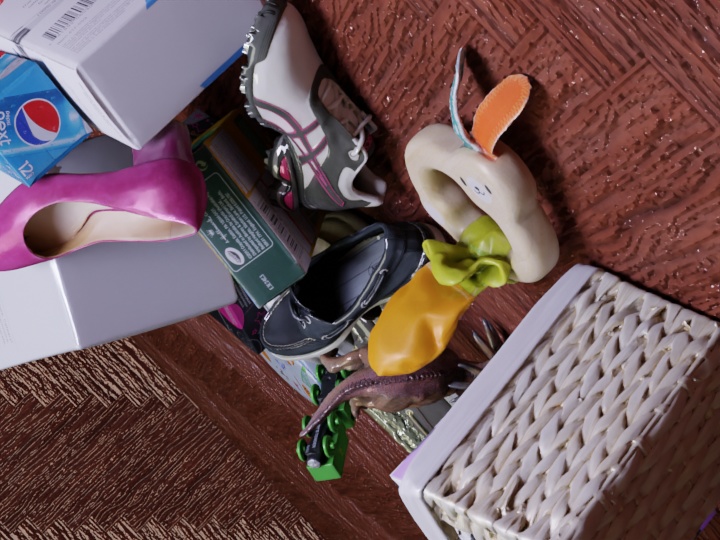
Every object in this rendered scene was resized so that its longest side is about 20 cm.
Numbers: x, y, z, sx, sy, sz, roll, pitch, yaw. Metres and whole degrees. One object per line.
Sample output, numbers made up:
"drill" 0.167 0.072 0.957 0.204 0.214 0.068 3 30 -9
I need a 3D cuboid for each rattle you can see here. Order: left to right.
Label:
"rattle" 0.045 -0.031 0.798 0.130 0.143 0.200 61 174 15

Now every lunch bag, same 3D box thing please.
"lunch bag" -0.075 0.077 1.476 0.160 0.076 0.200 46 166 7

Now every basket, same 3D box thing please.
"basket" 0.144 0.118 0.796 0.123 0.200 0.136 23 153 44

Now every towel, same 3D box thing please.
"towel" 0.074 0.183 1.306 0.200 0.036 0.148 43 177 9

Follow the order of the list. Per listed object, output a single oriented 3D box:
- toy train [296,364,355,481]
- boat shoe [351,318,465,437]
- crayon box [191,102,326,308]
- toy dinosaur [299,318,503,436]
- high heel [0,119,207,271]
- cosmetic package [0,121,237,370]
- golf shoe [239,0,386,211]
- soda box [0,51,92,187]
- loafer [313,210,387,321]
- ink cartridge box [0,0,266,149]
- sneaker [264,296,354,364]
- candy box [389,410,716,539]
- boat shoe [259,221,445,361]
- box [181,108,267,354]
"toy train" -0.025 0.129 1.315 0.042 0.200 0.056 -11 131 23
"boat shoe" 0.027 0.081 1.214 0.202 0.060 0.072 47 -165 -4
"crayon box" -0.091 -0.059 1.044 0.126 0.052 0.200 52 -167 -11
"toy dinosaur" 0.047 0.087 1.058 0.135 0.200 0.086 13 114 60
"high heel" -0.197 -0.026 0.922 0.067 0.200 0.096 50 -159 -50
"cosmetic package" -0.247 -0.017 1.111 0.200 0.167 0.167 -15 91 48
"golf shoe" -0.031 -0.119 0.921 0.088 0.077 0.200 10 148 16
"soda box" -0.280 -0.124 0.979 0.200 0.064 0.068 23 154 56
"loafer" 0.000 0.000 1.102 0.076 0.068 0.200 53 163 -25
"ink cartridge box" -0.182 -0.188 0.958 0.200 0.146 0.086 27 157 50
"sneaker" -0.059 0.053 1.232 0.200 0.071 0.073 42 -150 -57
"candy box" 0.148 0.168 0.959 0.200 0.168 0.072 52 161 -19
"boat shoe" -0.024 0.015 1.021 0.199 0.075 0.066 -25 154 38
"box" -0.128 -0.038 1.255 0.132 0.115 0.200 36 161 34
